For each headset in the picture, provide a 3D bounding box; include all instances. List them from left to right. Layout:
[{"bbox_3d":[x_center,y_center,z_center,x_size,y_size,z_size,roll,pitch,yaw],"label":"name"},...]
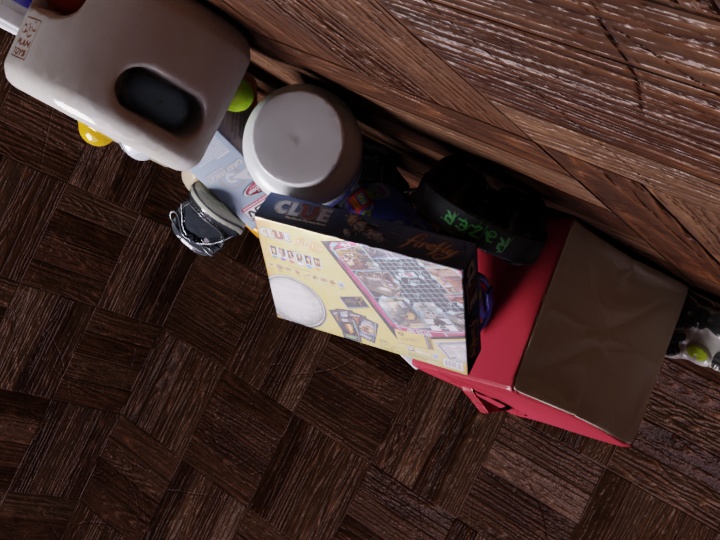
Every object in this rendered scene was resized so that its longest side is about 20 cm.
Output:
[{"bbox_3d":[0.106,-0.043,1.048,0.122,0.095,0.200,27,-163,4],"label":"headset"}]

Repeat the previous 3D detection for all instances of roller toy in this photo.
[{"bbox_3d":[-0.199,-0.171,0.963,0.198,0.141,0.182,27,180,4],"label":"roller toy"}]

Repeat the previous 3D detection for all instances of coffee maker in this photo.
[{"bbox_3d":[0.005,-0.095,1.388,0.190,0.136,0.200,-12,180,3],"label":"coffee maker"}]

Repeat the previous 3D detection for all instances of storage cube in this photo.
[{"bbox_3d":[0.189,0.058,1.160,0.170,0.202,0.179,26,171,-27],"label":"storage cube"}]

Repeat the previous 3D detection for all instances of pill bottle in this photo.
[{"bbox_3d":[-0.053,-0.114,1.081,0.110,0.112,0.200,26,-179,1],"label":"pill bottle"}]

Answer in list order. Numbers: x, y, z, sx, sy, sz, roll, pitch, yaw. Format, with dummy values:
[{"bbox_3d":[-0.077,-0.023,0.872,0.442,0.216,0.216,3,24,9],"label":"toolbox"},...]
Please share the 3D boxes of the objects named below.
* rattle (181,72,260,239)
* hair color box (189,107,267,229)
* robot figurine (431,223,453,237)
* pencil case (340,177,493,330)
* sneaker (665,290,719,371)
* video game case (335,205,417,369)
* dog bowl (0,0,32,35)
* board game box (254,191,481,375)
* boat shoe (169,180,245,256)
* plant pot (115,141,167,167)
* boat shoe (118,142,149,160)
[{"bbox_3d":[-0.126,-0.120,1.328,0.129,0.144,0.200,-16,166,-30],"label":"rattle"},{"bbox_3d":[-0.154,-0.147,1.199,0.200,0.060,0.100,44,-153,-33],"label":"hair color box"},{"bbox_3d":[0.133,-0.008,1.283,0.198,0.147,0.058,16,174,-9],"label":"robot figurine"},{"bbox_3d":[0.053,-0.011,1.132,0.200,0.086,0.079,47,158,42],"label":"pencil case"},{"bbox_3d":[0.352,0.067,1.152,0.084,0.078,0.200,15,-170,-32],"label":"sneaker"},{"bbox_3d":[0.000,0.000,1.227,0.200,0.018,0.144,44,-156,-21],"label":"video game case"},{"bbox_3d":[-0.385,-0.304,1.166,0.198,0.079,0.200,27,180,0],"label":"dog bowl"},{"bbox_3d":[0.008,0.011,1.018,0.198,0.035,0.136,16,140,21],"label":"board game box"},{"bbox_3d":[-0.173,-0.051,1.280,0.075,0.062,0.200,44,171,-4],"label":"boat shoe"},{"bbox_3d":[-0.245,-0.205,1.376,0.199,0.136,0.200,27,-179,-1],"label":"plant pot"},{"bbox_3d":[-0.249,-0.184,1.210,0.073,0.068,0.201,35,-147,-47],"label":"boat shoe"}]
